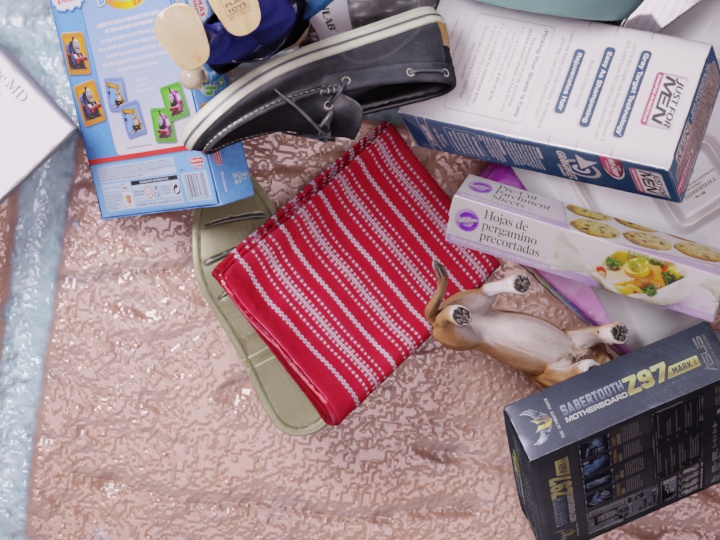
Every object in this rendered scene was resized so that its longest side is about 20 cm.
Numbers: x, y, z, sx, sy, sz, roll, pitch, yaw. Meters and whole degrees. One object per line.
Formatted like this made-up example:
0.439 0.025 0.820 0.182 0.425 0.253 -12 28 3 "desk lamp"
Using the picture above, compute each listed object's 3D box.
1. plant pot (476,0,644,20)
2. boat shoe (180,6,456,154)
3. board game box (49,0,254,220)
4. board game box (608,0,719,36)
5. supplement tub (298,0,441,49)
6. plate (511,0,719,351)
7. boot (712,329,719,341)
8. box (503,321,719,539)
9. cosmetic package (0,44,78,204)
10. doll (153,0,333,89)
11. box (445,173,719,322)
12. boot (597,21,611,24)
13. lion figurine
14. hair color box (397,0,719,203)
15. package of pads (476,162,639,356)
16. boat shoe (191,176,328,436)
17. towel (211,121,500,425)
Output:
0.135 -0.260 1.549 0.200 0.201 0.161 8 103 -7 "plant pot"
-0.024 -0.116 1.514 0.200 0.075 0.062 -22 82 -16 "boat shoe"
-0.153 -0.140 1.587 0.037 0.151 0.200 -19 100 -38 "board game box"
0.258 -0.185 1.620 0.126 0.035 0.200 29 98 -13 "board game box"
-0.006 -0.245 1.602 0.122 0.123 0.200 -7 95 -5 "supplement tub"
0.233 -0.064 1.606 0.199 0.032 0.200 -34 101 2 "plate"
0.333 0.026 1.677 0.200 0.070 0.132 11 93 -36 "boot"
0.188 0.125 1.625 0.158 0.200 0.051 -24 62 -3 "box"
-0.308 -0.073 1.608 0.113 0.081 0.200 45 91 -6 "cosmetic package"
-0.067 -0.162 1.474 0.136 0.200 0.048 -32 88 12 "doll"
0.160 -0.016 1.576 0.200 0.041 0.039 18 120 13 "box"
0.209 -0.226 1.649 0.166 0.072 0.200 -37 102 -5 "boot"
0.113 0.052 1.637 0.200 0.122 0.073 32 70 -15 "lion figurine"
0.138 -0.120 1.558 0.200 0.061 0.100 14 73 23 "hair color box"
0.182 -0.027 1.665 0.200 0.076 0.121 42 85 -9 "package of pads"
-0.072 0.026 1.649 0.075 0.068 0.200 -18 86 1 "boat shoe"
0.000 0.000 1.630 0.200 0.022 0.145 -43 100 -30 "towel"
